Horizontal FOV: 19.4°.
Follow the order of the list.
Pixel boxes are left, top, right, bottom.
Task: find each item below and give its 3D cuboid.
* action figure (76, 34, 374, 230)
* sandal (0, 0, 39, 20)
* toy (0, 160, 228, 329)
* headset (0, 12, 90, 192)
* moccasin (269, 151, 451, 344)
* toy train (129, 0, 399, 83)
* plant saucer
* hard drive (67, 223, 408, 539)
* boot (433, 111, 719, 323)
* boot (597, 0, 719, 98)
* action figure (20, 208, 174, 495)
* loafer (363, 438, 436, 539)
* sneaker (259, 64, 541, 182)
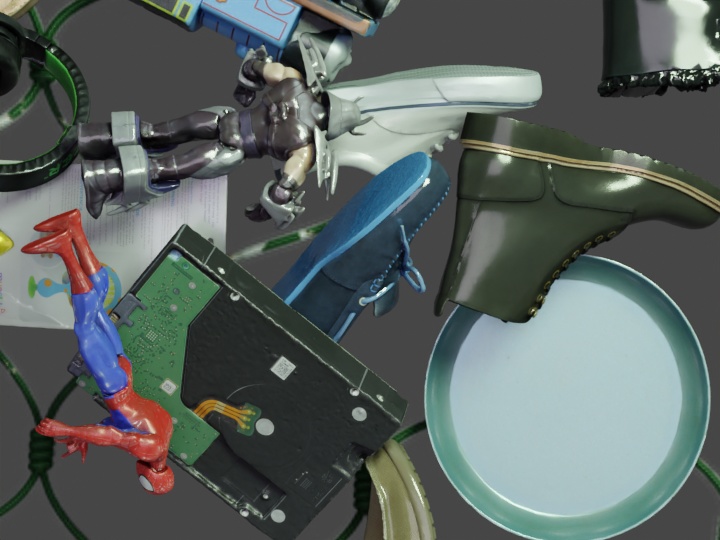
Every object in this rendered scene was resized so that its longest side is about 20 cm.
[{"bbox_3d":[-0.088,-0.088,1.407,0.198,0.070,0.131,-10,56,3],"label":"action figure"},{"bbox_3d":[-0.209,-0.260,1.471,0.077,0.070,0.212,39,92,3],"label":"sandal"},{"bbox_3d":[-0.189,-0.018,1.479,0.198,0.047,0.116,3,96,6],"label":"toy"},{"bbox_3d":[-0.285,-0.123,1.468,0.199,0.094,0.124,29,57,3],"label":"headset"},{"bbox_3d":[0.000,0.000,1.451,0.068,0.081,0.200,37,120,-15],"label":"moccasin"},{"bbox_3d":[-0.074,-0.206,1.460,0.199,0.087,0.115,27,100,1],"label":"toy train"},{"bbox_3d":[0.144,0.089,1.471,0.198,0.027,0.202,0,89,3],"label":"plant saucer"},{"bbox_3d":[-0.085,0.080,1.440,0.199,0.038,0.140,38,116,-8],"label":"hard drive"},{"bbox_3d":[0.146,-0.018,1.434,0.198,0.077,0.140,13,91,-16],"label":"boot"},{"bbox_3d":[0.175,-0.201,1.450,0.196,0.073,0.164,-5,89,-1],"label":"boot"},{"bbox_3d":[-0.190,0.070,1.401,0.098,0.065,0.201,-20,108,13],"label":"action figure"},{"bbox_3d":[0.022,0.219,1.452,0.067,0.076,0.202,-9,89,-3],"label":"loafer"},{"bbox_3d":[0.030,-0.100,1.464,0.198,0.073,0.071,-7,102,10],"label":"sneaker"}]
